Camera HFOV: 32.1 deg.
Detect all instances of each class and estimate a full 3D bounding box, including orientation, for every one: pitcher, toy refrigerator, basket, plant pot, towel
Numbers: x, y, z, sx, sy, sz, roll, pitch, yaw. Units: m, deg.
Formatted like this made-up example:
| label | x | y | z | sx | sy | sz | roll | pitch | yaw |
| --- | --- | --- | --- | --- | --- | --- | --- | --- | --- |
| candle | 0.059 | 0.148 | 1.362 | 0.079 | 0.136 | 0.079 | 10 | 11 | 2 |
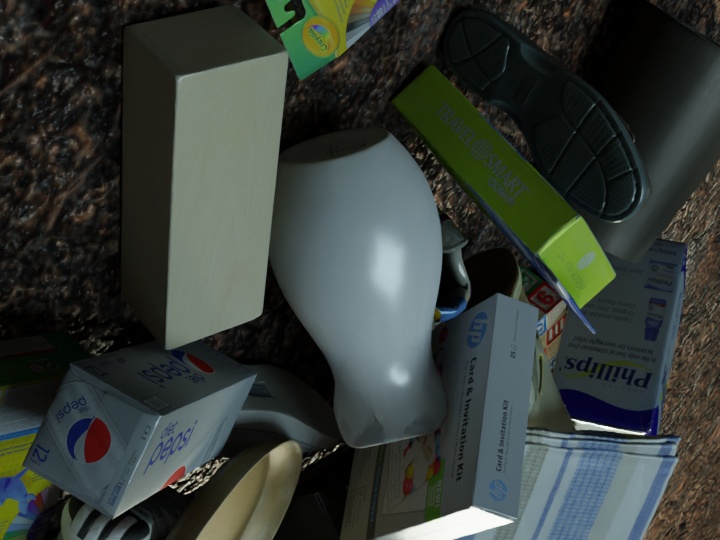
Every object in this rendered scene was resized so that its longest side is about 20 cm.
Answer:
| label | x | y | z | sx | sy | sz | roll | pitch | yaw |
| --- | --- | --- | --- | --- | --- | --- | --- | --- | --- |
| pitcher | 0.000 | 0.000 | 0.897 | 0.120 | 0.172 | 0.201 | -14 | 109 | -2 |
| toy refrigerator | -0.101 | -0.056 | 0.770 | 0.076 | 0.070 | 0.201 | -20 | 136 | -31 |
| basket | 0.258 | -0.120 | 1.122 | 0.180 | 0.136 | 0.201 | 1 | 124 | -59 |
| plant pot | -0.109 | 0.206 | 0.916 | 0.200 | 0.027 | 0.200 | -54 | 163 | -25 |
| towel | 0.149 | 0.186 | 1.003 | 0.199 | 0.024 | 0.148 | 5 | 118 | -18 |

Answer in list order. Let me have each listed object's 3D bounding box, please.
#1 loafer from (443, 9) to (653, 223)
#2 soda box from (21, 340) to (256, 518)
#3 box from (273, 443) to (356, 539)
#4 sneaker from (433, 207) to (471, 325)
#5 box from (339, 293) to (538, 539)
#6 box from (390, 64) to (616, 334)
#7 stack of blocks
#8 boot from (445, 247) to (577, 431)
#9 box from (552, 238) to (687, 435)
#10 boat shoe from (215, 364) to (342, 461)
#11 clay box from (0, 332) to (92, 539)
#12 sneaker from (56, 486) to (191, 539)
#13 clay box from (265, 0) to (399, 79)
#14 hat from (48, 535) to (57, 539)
| label | x | y | z | sx | sy | sz | roll | pitch | yaw |
| --- | --- | --- | --- | --- | --- | --- | --- | --- | --- |
| loafer | 0.145 | -0.118 | 0.905 | 0.063 | 0.200 | 0.072 | -13 | 147 | -51 |
| soda box | -0.129 | 0.090 | 0.778 | 0.069 | 0.063 | 0.200 | -64 | 172 | 6 |
| box | 0.025 | 0.209 | 1.093 | 0.199 | 0.125 | 0.148 | -27 | 180 | -36 |
| sneaker | 0.042 | 0.030 | 1.021 | 0.075 | 0.090 | 0.201 | -33 | 144 | -29 |
| box | 0.055 | 0.122 | 0.928 | 0.041 | 0.157 | 0.200 | 21 | 153 | -22 |
| box | 0.112 | -0.053 | 0.921 | 0.048 | 0.200 | 0.122 | -42 | 149 | 5 |
| stack of blocks | 0.149 | 0.104 | 1.268 | 0.115 | 0.058 | 0.201 | -40 | 147 | -20 |
| boot | 0.134 | 0.087 | 1.071 | 0.072 | 0.201 | 0.155 | -23 | 123 | 15 |
| box | 0.262 | 0.088 | 1.268 | 0.184 | 0.104 | 0.201 | 63 | 41 | -63 |
| boat shoe | -0.087 | 0.120 | 0.970 | 0.069 | 0.072 | 0.200 | -44 | 155 | 17 |
| clay box | -0.244 | 0.139 | 0.779 | 0.115 | 0.048 | 0.201 | -7 | 127 | -53 |
| sneaker | -0.183 | 0.206 | 0.872 | 0.116 | 0.075 | 0.200 | -62 | 171 | 1 |
| clay box | 0.008 | -0.221 | 0.764 | 0.200 | 0.048 | 0.115 | -43 | 148 | -13 |
| hat | -0.174 | 0.305 | 0.928 | 0.199 | 0.176 | 0.166 | -9 | 129 | -49 |
